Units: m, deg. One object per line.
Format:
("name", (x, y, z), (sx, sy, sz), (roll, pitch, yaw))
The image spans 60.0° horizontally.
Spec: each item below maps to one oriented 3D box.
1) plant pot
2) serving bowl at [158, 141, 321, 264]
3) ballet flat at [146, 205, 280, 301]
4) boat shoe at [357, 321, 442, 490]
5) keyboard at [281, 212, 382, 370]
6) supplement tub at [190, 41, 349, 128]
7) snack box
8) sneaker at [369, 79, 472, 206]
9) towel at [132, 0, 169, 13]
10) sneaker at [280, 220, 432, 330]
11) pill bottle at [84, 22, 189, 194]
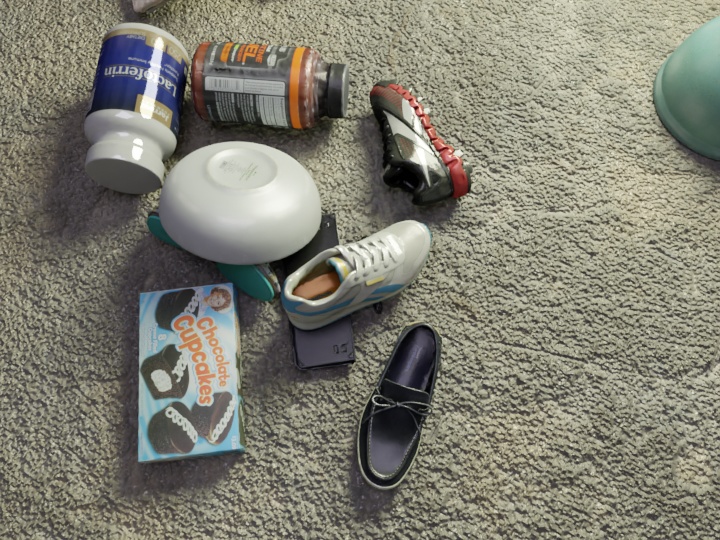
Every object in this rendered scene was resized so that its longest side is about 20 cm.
("plant pot", (0.509, -0.261, 0.812), (0.200, 0.134, 0.201), (-1, 70, 2))
("serving bowl", (-0.145, -0.099, 0.763), (0.200, 0.066, 0.200), (6, 44, -5))
("ballet flat", (-0.172, -0.036, 0.787), (0.200, 0.072, 0.072), (30, 73, 10))
("boat shoe", (0.046, 0.148, 0.713), (0.074, 0.062, 0.200), (19, 73, 6))
("keyboard", (-0.031, 0.020, 0.784), (0.127, 0.021, 0.200), (-8, 71, 0))
("supplement tub", (-0.117, -0.247, 0.839), (0.200, 0.107, 0.107), (5, 70, 3))
("snack box", (-0.201, 0.119, 0.742), (0.116, 0.037, 0.200), (-7, 70, -1))
("sneaker", (0.057, -0.166, 0.821), (0.098, 0.071, 0.201), (-29, 73, -11))
("towel", (-0.268, -0.499, 0.911), (0.200, 0.032, 0.191), (-15, 82, 27))
("sneaker", (0.000, 0.000, 0.737), (0.200, 0.081, 0.077), (-32, 70, -10))
("pill bottle", (-0.296, -0.211, 0.825), (0.115, 0.116, 0.200), (1, 71, 2))
